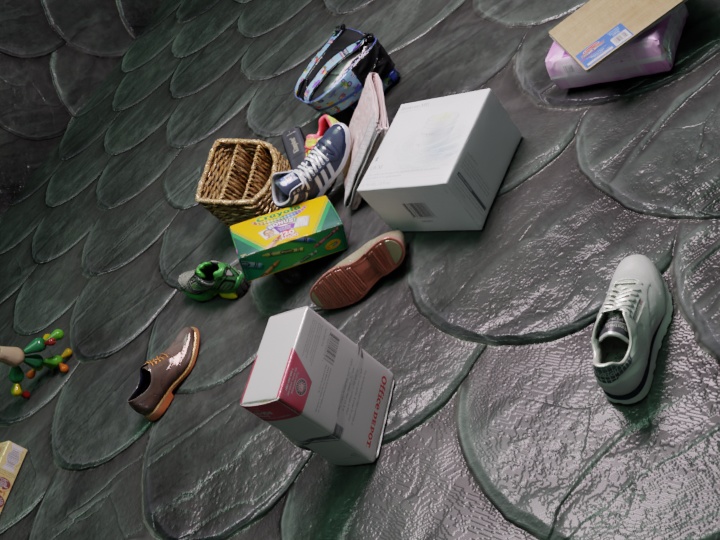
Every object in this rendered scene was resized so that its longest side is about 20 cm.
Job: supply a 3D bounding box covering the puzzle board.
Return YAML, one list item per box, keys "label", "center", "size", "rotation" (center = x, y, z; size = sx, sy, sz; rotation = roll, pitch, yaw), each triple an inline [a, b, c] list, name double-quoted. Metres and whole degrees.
- label: "puzzle board"
  center: [0.405, -0.397, 1.178]
  size: [0.200, 0.017, 0.151]
  rotation: [-36, 39, 15]

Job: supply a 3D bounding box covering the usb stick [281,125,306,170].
- label: "usb stick"
  center: [-0.142, -0.267, 1.717]
  size: [0.055, 0.033, 0.200]
  rotation: [-36, 37, 11]

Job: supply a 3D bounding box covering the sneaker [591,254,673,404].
- label: "sneaker"
  center: [0.319, 0.055, 0.909]
  size: [0.076, 0.080, 0.201]
  rotation: [-12, 46, 40]

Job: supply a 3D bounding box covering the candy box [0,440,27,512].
- label: "candy box"
  center: [-0.819, 0.482, 1.667]
  size: [0.115, 0.055, 0.201]
  rotation: [-19, 44, 33]

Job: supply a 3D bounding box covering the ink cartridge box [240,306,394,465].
- label: "ink cartridge box"
  center: [-0.054, 0.168, 1.074]
  size: [0.082, 0.200, 0.147]
  rotation: [-17, 45, 39]

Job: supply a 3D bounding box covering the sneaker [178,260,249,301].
- label: "sneaker"
  center: [-0.318, 0.010, 1.586]
  size: [0.199, 0.085, 0.078]
  rotation: [-6, 52, 43]

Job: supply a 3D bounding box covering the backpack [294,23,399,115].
- label: "backpack"
  center: [-0.040, -0.419, 1.671]
  size: [0.200, 0.135, 0.183]
  rotation: [-47, 36, -2]

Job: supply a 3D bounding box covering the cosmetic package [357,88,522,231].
- label: "cosmetic package"
  center: [0.133, -0.182, 1.285]
  size: [0.199, 0.123, 0.201]
  rotation: [1, 55, 45]

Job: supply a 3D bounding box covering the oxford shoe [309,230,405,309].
- label: "oxford shoe"
  center: [0.000, 0.000, 1.309]
  size: [0.199, 0.071, 0.074]
  rotation: [-31, 13, 21]

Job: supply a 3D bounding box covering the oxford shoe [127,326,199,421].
- label: "oxford shoe"
  center: [-0.382, 0.189, 1.490]
  size: [0.071, 0.073, 0.201]
  rotation: [-4, 53, 44]

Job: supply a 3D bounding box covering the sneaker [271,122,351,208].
- label: "sneaker"
  center: [-0.099, -0.197, 1.465]
  size: [0.070, 0.108, 0.201]
  rotation: [45, 117, 27]

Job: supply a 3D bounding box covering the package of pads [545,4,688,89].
- label: "package of pads"
  center: [0.408, -0.363, 1.219]
  size: [0.199, 0.076, 0.121]
  rotation: [0, 53, 45]

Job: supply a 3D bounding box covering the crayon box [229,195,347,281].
- label: "crayon box"
  center: [-0.136, -0.062, 1.428]
  size: [0.199, 0.059, 0.119]
  rotation: [-19, 36, -8]

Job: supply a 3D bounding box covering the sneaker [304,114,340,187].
- label: "sneaker"
  center: [-0.090, -0.238, 1.589]
  size: [0.078, 0.090, 0.201]
  rotation: [-3, 56, 41]

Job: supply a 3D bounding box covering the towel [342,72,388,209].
- label: "towel"
  center: [0.003, -0.248, 1.464]
  size: [0.192, 0.032, 0.201]
  rotation: [-95, 22, -46]

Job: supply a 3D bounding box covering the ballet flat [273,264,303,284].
- label: "ballet flat"
  center: [-0.150, -0.049, 1.497]
  size: [0.066, 0.057, 0.201]
  rotation: [-37, 37, 14]

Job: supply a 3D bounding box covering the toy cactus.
- label: "toy cactus"
  center: [-0.788, 0.221, 1.805]
  size: [0.200, 0.165, 0.102]
  rotation: [-44, 56, 11]

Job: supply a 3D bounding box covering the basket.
- label: "basket"
  center: [-0.245, -0.198, 1.657]
  size: [0.142, 0.149, 0.201]
  rotation: [-19, 43, 32]
